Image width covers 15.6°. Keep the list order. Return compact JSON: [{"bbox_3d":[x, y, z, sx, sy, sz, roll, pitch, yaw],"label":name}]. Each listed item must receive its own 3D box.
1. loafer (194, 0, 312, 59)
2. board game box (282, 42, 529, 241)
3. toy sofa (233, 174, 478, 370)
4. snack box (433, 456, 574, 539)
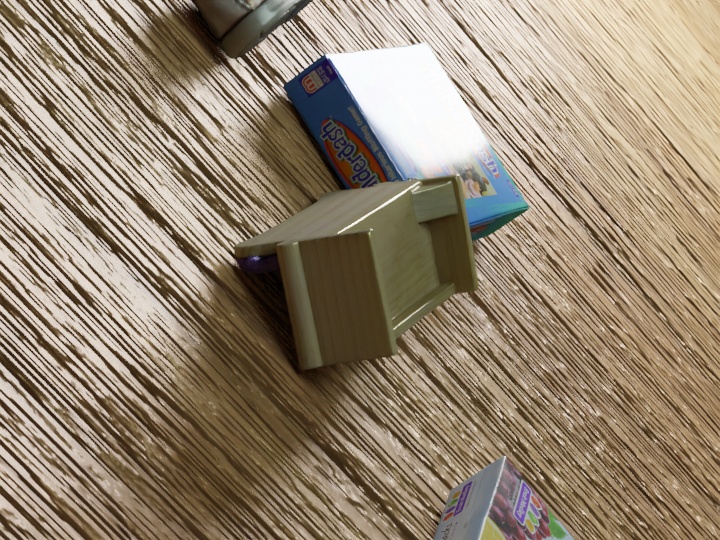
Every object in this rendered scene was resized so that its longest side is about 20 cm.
[{"bbox_3d":[-0.063,-0.207,1.842,0.063,0.072,0.200,47,26,-3],"label":"loafer"},{"bbox_3d":[0.037,-0.088,1.904,0.152,0.045,0.200,58,23,7],"label":"board game box"},{"bbox_3d":[0.000,0.000,1.691,0.200,0.097,0.083,-35,115,-68],"label":"toy sofa"},{"bbox_3d":[0.098,0.222,1.603,0.142,0.053,0.200,52,24,-12],"label":"snack box"}]
